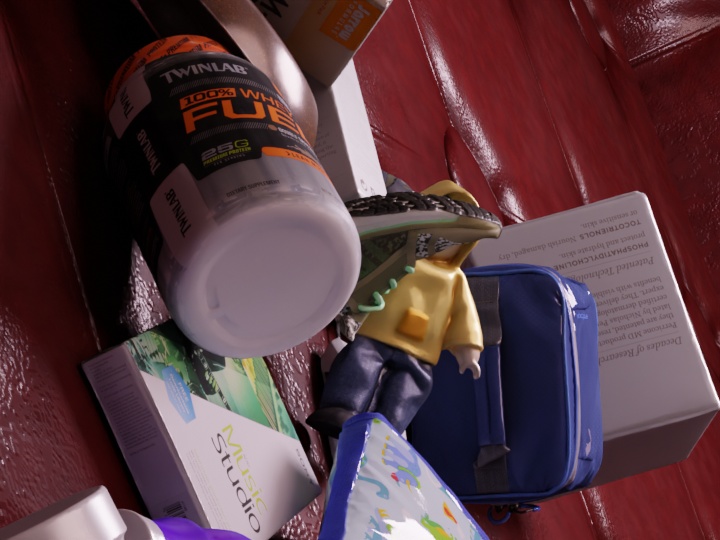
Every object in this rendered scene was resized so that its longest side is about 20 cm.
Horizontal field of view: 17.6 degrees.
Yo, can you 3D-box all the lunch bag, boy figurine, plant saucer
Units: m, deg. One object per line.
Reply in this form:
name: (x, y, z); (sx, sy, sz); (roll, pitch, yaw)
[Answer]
lunch bag: (0.109, 0.096, 1.809); (0.132, 0.135, 0.201); (12, 74, -70)
boy figurine: (0.037, 0.033, 1.623); (0.124, 0.201, 0.064); (28, -14, -13)
lunch bag: (0.022, 0.211, 1.438); (0.170, 0.127, 0.201); (-78, 151, -63)
plant saucer: (-0.091, -0.153, 1.568); (0.200, 0.034, 0.200); (48, -12, 13)

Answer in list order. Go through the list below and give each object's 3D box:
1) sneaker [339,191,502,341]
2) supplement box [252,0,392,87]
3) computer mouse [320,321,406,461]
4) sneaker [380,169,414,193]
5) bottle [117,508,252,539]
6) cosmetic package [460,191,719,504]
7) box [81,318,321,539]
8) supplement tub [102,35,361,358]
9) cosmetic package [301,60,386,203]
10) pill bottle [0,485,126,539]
sneaker: (0.000, 0.000, 1.577); (0.077, 0.199, 0.089); (-100, -179, -77)
supplement box: (-0.068, -0.230, 1.598); (0.199, 0.126, 0.074); (34, 61, -4)
computer mouse: (0.005, 0.086, 1.695); (0.110, 0.044, 0.201); (50, 23, -47)
sneaker: (0.020, -0.028, 1.771); (0.081, 0.074, 0.200); (51, -16, 10)
bottle: (-0.081, 0.176, 1.236); (0.200, 0.083, 0.066); (40, 31, -56)
cosmetic package: (0.185, 0.070, 1.982); (0.168, 0.165, 0.201); (99, -25, -70)
box: (-0.090, 0.097, 1.397); (0.145, 0.036, 0.200); (66, 15, -2)
supplement tub: (-0.085, -0.051, 1.417); (0.123, 0.122, 0.200); (50, 7, -43)
cosmetic package: (-0.050, -0.107, 1.689); (0.074, 0.101, 0.201); (43, 30, -55)
pill bottle: (-0.115, 0.207, 1.030); (0.201, 0.115, 0.116); (66, 16, -2)
